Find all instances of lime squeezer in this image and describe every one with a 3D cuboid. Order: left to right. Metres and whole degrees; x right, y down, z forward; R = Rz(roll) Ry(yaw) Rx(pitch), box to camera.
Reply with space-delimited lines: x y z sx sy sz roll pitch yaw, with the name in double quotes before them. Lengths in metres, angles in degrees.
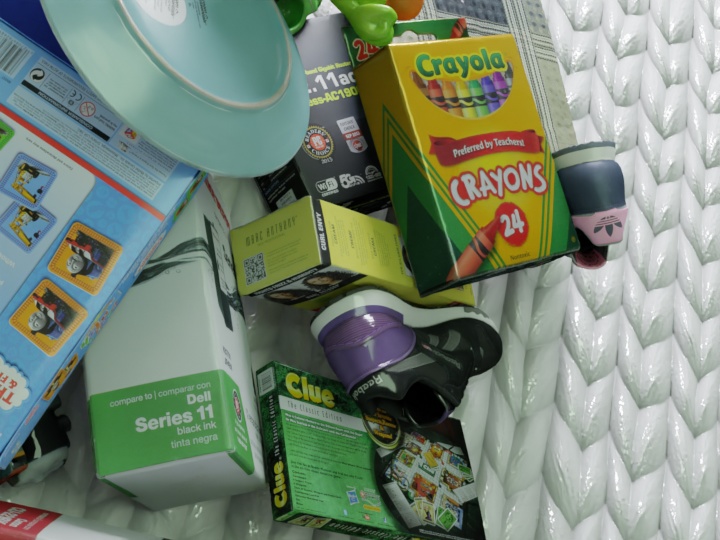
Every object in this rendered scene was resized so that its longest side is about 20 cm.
"lime squeezer" -0.066 -0.204 0.893 0.070 0.038 0.201 10 32 4

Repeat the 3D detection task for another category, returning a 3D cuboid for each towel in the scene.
"towel" 0.083 -0.177 0.965 0.191 0.034 0.202 5 64 -34

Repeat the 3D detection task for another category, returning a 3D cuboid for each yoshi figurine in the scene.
"yoshi figurine" 0.001 -0.215 0.772 0.113 0.112 0.200 50 23 12

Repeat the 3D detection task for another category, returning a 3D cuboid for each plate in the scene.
"plate" -0.097 -0.147 0.688 0.199 0.025 0.202 31 44 -34

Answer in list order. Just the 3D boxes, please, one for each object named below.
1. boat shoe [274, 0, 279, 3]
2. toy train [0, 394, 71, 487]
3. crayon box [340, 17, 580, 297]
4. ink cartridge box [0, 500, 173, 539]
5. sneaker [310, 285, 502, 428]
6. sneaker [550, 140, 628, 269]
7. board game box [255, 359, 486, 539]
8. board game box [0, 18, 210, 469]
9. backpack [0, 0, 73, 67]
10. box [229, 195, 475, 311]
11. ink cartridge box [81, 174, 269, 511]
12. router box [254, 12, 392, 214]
"boat shoe" -0.090 -0.235 0.865 0.076 0.073 0.201 57 24 -22
"toy train" -0.245 0.045 0.707 0.113 0.085 0.202 -19 80 -47
"crayon box" 0.072 -0.094 0.853 0.126 0.051 0.202 -13 83 -37
"ink cartridge box" -0.128 0.217 0.629 0.197 0.084 0.146 13 85 -4
"sneaker" 0.045 0.076 0.852 0.199 0.076 0.088 11 47 -51
"sneaker" 0.167 -0.033 0.948 0.069 0.200 0.083 -11 76 -1
"board game box" 0.011 0.134 0.820 0.199 0.023 0.106 23 49 -42
"board game box" -0.199 -0.019 0.650 0.150 0.037 0.201 33 74 0
"backpack" -0.213 -0.226 0.783 0.166 0.164 0.201 4 32 13
"box" 0.000 0.000 0.843 0.199 0.075 0.051 16 59 -55
"ink cartridge box" -0.119 0.034 0.739 0.082 0.147 0.202 -11 72 1
"router box" -0.005 -0.125 0.947 0.199 0.062 0.151 -20 79 -37
